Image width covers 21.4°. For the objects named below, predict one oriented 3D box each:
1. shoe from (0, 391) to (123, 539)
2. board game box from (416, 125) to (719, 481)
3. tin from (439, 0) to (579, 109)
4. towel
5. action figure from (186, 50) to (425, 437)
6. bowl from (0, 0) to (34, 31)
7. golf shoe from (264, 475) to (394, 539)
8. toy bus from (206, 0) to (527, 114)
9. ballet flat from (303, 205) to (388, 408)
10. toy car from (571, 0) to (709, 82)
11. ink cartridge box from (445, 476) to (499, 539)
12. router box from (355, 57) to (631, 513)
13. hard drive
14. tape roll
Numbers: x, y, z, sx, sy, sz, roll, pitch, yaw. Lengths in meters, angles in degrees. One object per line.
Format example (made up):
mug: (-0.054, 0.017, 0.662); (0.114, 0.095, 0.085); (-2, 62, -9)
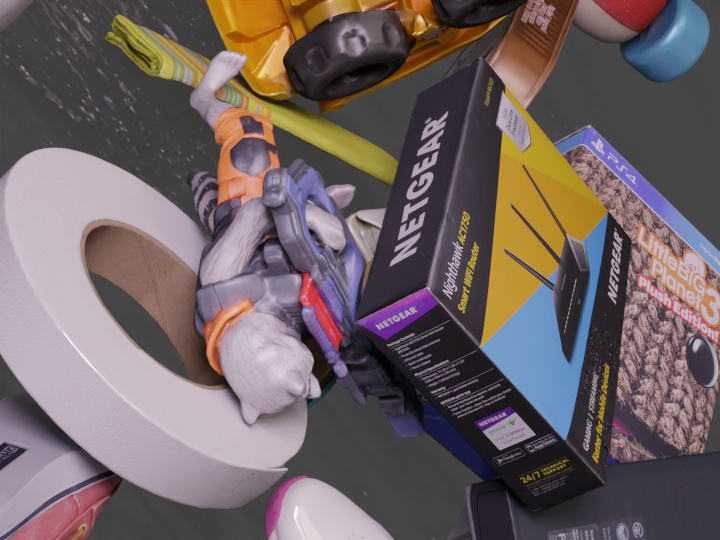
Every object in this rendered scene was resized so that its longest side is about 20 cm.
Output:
shoe: (-0.160, 0.122, 0.892); (0.200, 0.071, 0.091); (-34, 135, -67)
board game box: (0.137, 0.044, 1.179); (0.159, 0.097, 0.200); (41, 48, -21)
tin: (0.080, -0.118, 1.180); (0.042, 0.112, 0.200); (34, 30, -5)
towel: (-0.049, -0.088, 1.094); (0.200, 0.018, 0.086); (24, 12, -33)
action figure: (-0.040, 0.009, 0.981); (0.194, 0.104, 0.200); (-91, 161, -50)
bowl: (-0.214, -0.249, 1.017); (0.200, 0.075, 0.200); (43, 46, -17)
golf shoe: (0.030, 0.186, 1.015); (0.200, 0.091, 0.075); (53, 46, -8)
toy bus: (0.029, -0.175, 1.121); (0.136, 0.199, 0.192); (69, 14, 14)
ballet flat: (0.000, 0.000, 1.098); (0.063, 0.069, 0.200); (45, 44, -3)
toy car: (0.194, -0.269, 1.287); (0.184, 0.200, 0.177); (32, 25, -31)
ink cartridge box: (0.124, 0.224, 1.113); (0.200, 0.050, 0.109); (51, 44, -13)
router box: (0.076, 0.004, 0.997); (0.149, 0.051, 0.200); (47, 33, -24)
hard drive: (0.147, 0.175, 1.036); (0.200, 0.033, 0.140); (0, 77, -43)
tape roll: (-0.108, 0.027, 0.946); (0.203, 0.037, 0.203); (42, 22, -20)
